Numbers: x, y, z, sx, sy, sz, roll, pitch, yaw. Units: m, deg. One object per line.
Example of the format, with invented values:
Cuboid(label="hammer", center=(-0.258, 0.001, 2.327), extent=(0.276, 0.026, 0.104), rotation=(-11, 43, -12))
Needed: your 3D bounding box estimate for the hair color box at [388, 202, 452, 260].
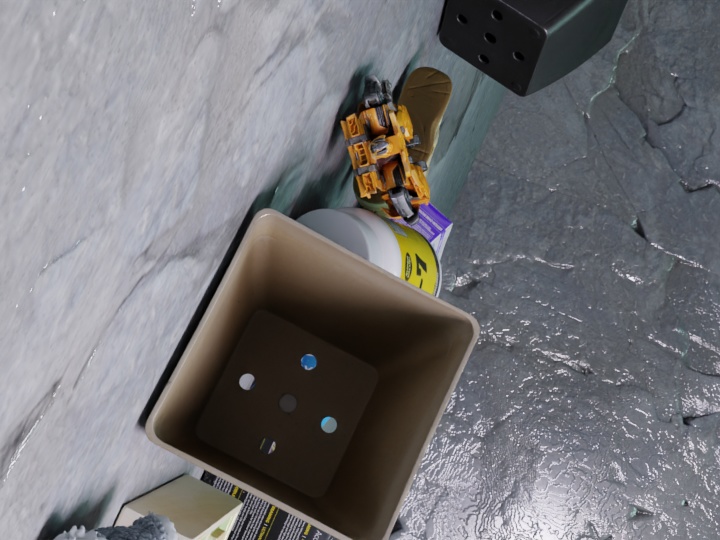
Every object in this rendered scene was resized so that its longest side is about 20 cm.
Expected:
Cuboid(label="hair color box", center=(0.018, 0.010, 1.431), extent=(0.200, 0.065, 0.110), rotation=(-40, 163, -24))

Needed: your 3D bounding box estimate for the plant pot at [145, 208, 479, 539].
Cuboid(label="plant pot", center=(-0.048, 0.101, 0.982), extent=(0.201, 0.199, 0.177), rotation=(-64, -176, -17))

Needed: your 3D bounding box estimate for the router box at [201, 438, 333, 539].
Cuboid(label="router box", center=(-0.104, 0.266, 1.242), extent=(0.201, 0.148, 0.051), rotation=(-66, 173, 4))

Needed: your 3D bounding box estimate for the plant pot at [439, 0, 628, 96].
Cuboid(label="plant pot", center=(0.205, -0.340, 1.458), extent=(0.178, 0.199, 0.200), rotation=(-48, 167, -25))

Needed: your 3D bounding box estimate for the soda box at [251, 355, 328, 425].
Cuboid(label="soda box", center=(-0.022, 0.084, 1.300), extent=(0.200, 0.064, 0.068), rotation=(-48, 145, -5))

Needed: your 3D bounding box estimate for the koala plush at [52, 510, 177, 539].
Cuboid(label="koala plush", center=(-0.173, 0.266, 0.802), extent=(0.177, 0.182, 0.202), rotation=(12, 81, -71))

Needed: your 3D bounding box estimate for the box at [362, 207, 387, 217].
Cuboid(label="box", center=(0.012, -0.055, 1.579), extent=(0.163, 0.021, 0.201), rotation=(-34, 148, -78))

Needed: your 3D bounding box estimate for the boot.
Cuboid(label="boot", center=(0.041, -0.119, 1.383), extent=(0.156, 0.072, 0.201), rotation=(106, 8, -59))

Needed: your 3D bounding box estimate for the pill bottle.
Cuboid(label="pill bottle", center=(0.000, 0.000, 1.162), extent=(0.115, 0.114, 0.200), rotation=(-66, 159, 4))

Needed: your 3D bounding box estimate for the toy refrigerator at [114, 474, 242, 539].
Cuboid(label="toy refrigerator", center=(-0.161, 0.237, 1.030), extent=(0.200, 0.070, 0.076), rotation=(27, 87, -83))

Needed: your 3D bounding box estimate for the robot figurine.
Cuboid(label="robot figurine", center=(0.027, -0.110, 1.160), extent=(0.200, 0.058, 0.146), rotation=(-5, 79, -79))
